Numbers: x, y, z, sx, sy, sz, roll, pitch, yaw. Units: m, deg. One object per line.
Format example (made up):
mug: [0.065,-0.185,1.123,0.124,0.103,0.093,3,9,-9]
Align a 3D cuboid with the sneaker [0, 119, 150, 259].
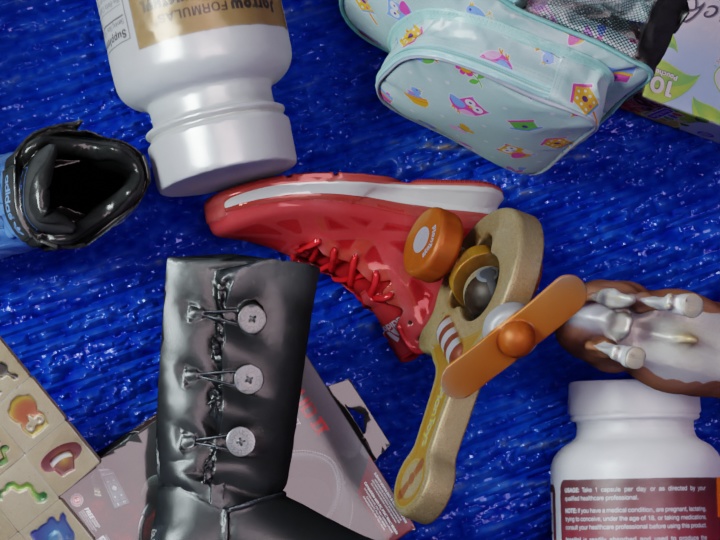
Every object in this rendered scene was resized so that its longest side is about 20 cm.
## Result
sneaker: [-0.224,-0.040,1.465,0.199,0.111,0.077,-10,87,-15]

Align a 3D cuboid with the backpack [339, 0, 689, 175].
backpack: [0.084,-0.162,1.528,0.200,0.176,0.154,32,73,-5]

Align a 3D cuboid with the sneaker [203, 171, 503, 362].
sneaker: [0.000,0.000,1.540,0.199,0.078,0.116,-1,83,-14]

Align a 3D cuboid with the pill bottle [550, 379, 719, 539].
pill bottle: [0.179,0.171,1.550,0.112,0.113,0.201,0,85,-15]

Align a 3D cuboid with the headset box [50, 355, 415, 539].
headset box: [-0.075,0.143,1.505,0.200,0.077,0.149,-33,93,-14]

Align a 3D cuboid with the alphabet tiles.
alphabet tiles: [-0.261,0.137,1.447,0.200,0.008,0.167,-39,91,9]

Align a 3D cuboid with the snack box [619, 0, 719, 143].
snack box: [0.270,-0.186,1.642,0.142,0.053,0.201,18,80,-11]

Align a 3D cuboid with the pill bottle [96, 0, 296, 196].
pill bottle: [-0.104,-0.154,1.501,0.114,0.114,0.201,-11,83,-16]

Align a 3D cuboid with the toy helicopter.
toy helicopter: [0.069,0.058,1.471,0.079,0.132,0.201,22,82,-25]

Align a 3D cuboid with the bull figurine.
bull figurine: [0.216,0.046,1.489,0.199,0.121,0.065,8,89,-15]

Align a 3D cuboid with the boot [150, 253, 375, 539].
boot: [-0.044,0.093,1.450,0.164,0.066,0.201,6,78,-15]
